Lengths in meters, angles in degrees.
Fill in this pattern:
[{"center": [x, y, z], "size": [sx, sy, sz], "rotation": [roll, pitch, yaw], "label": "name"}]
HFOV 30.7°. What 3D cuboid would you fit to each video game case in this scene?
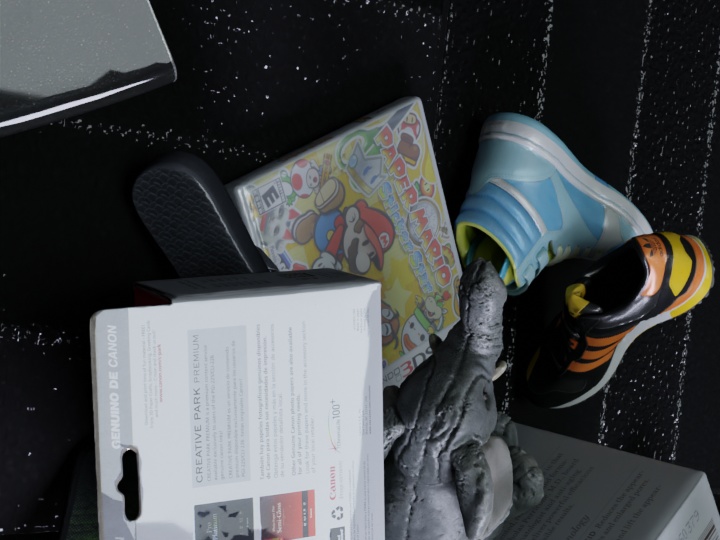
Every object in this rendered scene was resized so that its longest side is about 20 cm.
[{"center": [0.000, 0.000, 0.944], "size": [0.181, 0.023, 0.202], "rotation": [-30, 114, -36], "label": "video game case"}]

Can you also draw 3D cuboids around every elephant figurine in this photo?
[{"center": [0.050, 0.114, 0.884], "size": [0.201, 0.140, 0.157], "rotation": [75, -1, -63], "label": "elephant figurine"}]

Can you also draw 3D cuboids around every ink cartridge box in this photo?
[{"center": [-0.079, 0.107, 0.772], "size": [0.173, 0.084, 0.203], "rotation": [-4, 97, -25], "label": "ink cartridge box"}]

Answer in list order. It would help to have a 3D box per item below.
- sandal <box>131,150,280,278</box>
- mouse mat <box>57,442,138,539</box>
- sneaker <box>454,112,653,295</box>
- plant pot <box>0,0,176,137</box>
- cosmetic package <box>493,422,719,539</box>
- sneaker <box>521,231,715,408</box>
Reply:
[{"center": [-0.077, 0.011, 0.848], "size": [0.202, 0.075, 0.043], "rotation": [69, 28, -24], "label": "sandal"}, {"center": [-0.099, 0.206, 0.824], "size": [0.198, 0.008, 0.163], "rotation": [19, 65, -24], "label": "mouse mat"}, {"center": [0.147, -0.018, 1.039], "size": [0.199, 0.079, 0.132], "rotation": [35, 70, -28], "label": "sneaker"}, {"center": [-0.233, -0.151, 0.619], "size": [0.176, 0.199, 0.201], "rotation": [-30, 115, -21], "label": "plant pot"}, {"center": [0.159, 0.242, 0.996], "size": [0.165, 0.199, 0.166], "rotation": [-43, 122, -30], "label": "cosmetic package"}, {"center": [0.177, 0.035, 1.019], "size": [0.089, 0.200, 0.071], "rotation": [11, 47, -39], "label": "sneaker"}]
